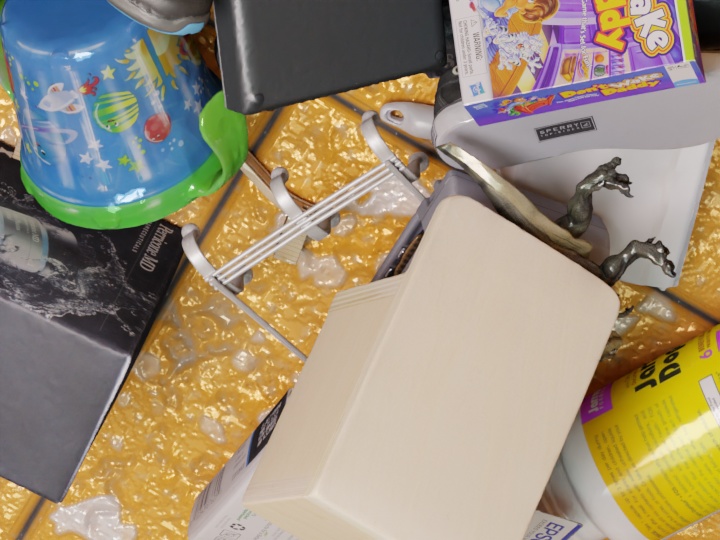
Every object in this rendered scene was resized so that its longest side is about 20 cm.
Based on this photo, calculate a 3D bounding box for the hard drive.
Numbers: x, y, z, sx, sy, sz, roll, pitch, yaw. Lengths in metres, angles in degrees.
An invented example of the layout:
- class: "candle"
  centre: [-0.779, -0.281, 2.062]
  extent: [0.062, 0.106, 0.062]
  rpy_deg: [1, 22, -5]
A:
- class: "hard drive"
  centre: [-0.022, -0.200, 1.527]
  extent: [0.139, 0.033, 0.201]
  rpy_deg: [-16, 110, -28]

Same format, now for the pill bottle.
- class: "pill bottle"
  centre: [0.196, 0.108, 1.685]
  extent: [0.200, 0.104, 0.104]
  rpy_deg: [-30, 106, 19]

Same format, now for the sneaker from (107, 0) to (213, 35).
- class: "sneaker"
  centre: [-0.128, -0.225, 1.479]
  extent: [0.082, 0.073, 0.200]
  rpy_deg: [-35, 75, 37]

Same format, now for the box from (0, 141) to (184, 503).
- class: "box"
  centre: [-0.230, 0.015, 1.656]
  extent: [0.200, 0.197, 0.118]
  rpy_deg: [26, 114, -4]

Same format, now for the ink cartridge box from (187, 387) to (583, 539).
- class: "ink cartridge box"
  centre: [0.014, 0.152, 1.705]
  extent: [0.199, 0.047, 0.198]
  rpy_deg: [16, 149, -15]

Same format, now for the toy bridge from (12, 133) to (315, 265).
- class: "toy bridge"
  centre: [-0.122, -0.070, 1.695]
  extent: [0.199, 0.027, 0.067]
  rpy_deg: [21, 115, -1]

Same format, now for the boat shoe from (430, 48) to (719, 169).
- class: "boat shoe"
  centre: [0.138, -0.107, 1.573]
  extent: [0.199, 0.057, 0.069]
  rpy_deg: [-8, 143, 6]

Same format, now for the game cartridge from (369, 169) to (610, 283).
- class: "game cartridge"
  centre: [0.063, 0.036, 1.651]
  extent: [0.133, 0.042, 0.200]
  rpy_deg: [20, 121, -21]

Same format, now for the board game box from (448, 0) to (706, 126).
- class: "board game box"
  centre: [0.115, -0.195, 1.536]
  extent: [0.134, 0.045, 0.201]
  rpy_deg: [-11, 75, 13]

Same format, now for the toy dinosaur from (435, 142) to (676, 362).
- class: "toy dinosaur"
  centre: [0.129, -0.015, 1.578]
  extent: [0.088, 0.048, 0.200]
  rpy_deg: [-25, 125, 13]

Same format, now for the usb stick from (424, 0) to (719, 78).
- class: "usb stick"
  centre: [0.128, -0.150, 1.621]
  extent: [0.199, 0.033, 0.056]
  rpy_deg: [-5, 120, 10]

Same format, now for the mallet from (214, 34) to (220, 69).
- class: "mallet"
  centre: [-0.079, -0.207, 1.607]
  extent: [0.041, 0.066, 0.201]
  rpy_deg: [-9, 112, 0]

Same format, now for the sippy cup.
- class: "sippy cup"
  centre: [-0.152, -0.116, 1.596]
  extent: [0.177, 0.140, 0.131]
  rpy_deg: [-6, 138, 10]

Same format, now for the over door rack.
- class: "over door rack"
  centre: [0.000, 0.000, 1.673]
  extent: [0.148, 0.067, 0.200]
  rpy_deg: [-32, 128, 14]

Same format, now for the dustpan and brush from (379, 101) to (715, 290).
- class: "dustpan and brush"
  centre: [0.109, -0.071, 1.653]
  extent: [0.199, 0.057, 0.140]
  rpy_deg: [9, 121, -3]

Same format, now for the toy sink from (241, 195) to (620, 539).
- class: "toy sink"
  centre: [0.040, 0.076, 1.559]
  extent: [0.130, 0.112, 0.200]
  rpy_deg: [31, 71, -19]
